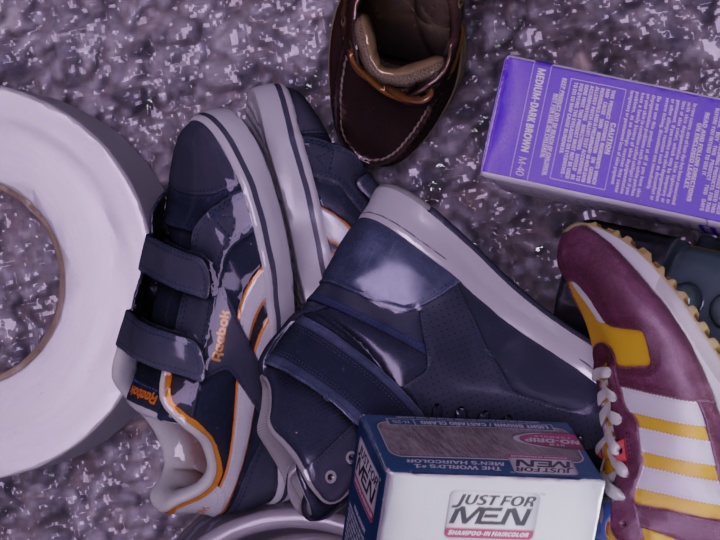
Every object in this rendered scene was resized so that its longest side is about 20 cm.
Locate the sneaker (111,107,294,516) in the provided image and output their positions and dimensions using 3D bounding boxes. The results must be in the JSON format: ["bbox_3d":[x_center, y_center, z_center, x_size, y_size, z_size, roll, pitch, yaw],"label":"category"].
[{"bbox_3d":[-0.077,0.026,1.194,0.079,0.078,0.202,-14,105,-26],"label":"sneaker"}]

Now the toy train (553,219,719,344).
[{"bbox_3d":[0.186,0.029,1.161,0.199,0.114,0.086,15,87,34],"label":"toy train"}]

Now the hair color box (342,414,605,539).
[{"bbox_3d":[0.039,0.167,1.099,0.099,0.061,0.201,3,112,-14],"label":"hair color box"}]

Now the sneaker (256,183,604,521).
[{"bbox_3d":[0.045,0.078,1.140,0.202,0.077,0.146,38,74,1],"label":"sneaker"}]

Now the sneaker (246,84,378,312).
[{"bbox_3d":[0.000,0.000,1.228,0.079,0.078,0.201,-15,88,-11],"label":"sneaker"}]

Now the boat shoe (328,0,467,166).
[{"bbox_3d":[0.018,-0.115,1.185,0.072,0.072,0.201,26,137,3],"label":"boat shoe"}]

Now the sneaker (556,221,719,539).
[{"bbox_3d":[0.128,0.076,1.081,0.090,0.075,0.201,-33,82,-1],"label":"sneaker"}]

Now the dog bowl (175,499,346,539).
[{"bbox_3d":[-0.027,0.206,1.250,0.198,0.059,0.202,0,90,11],"label":"dog bowl"}]

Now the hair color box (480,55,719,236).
[{"bbox_3d":[0.165,-0.050,1.189,0.199,0.109,0.065,14,90,10],"label":"hair color box"}]

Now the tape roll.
[{"bbox_3d":[-0.192,0.005,1.274,0.201,0.071,0.204,0,90,11],"label":"tape roll"}]
